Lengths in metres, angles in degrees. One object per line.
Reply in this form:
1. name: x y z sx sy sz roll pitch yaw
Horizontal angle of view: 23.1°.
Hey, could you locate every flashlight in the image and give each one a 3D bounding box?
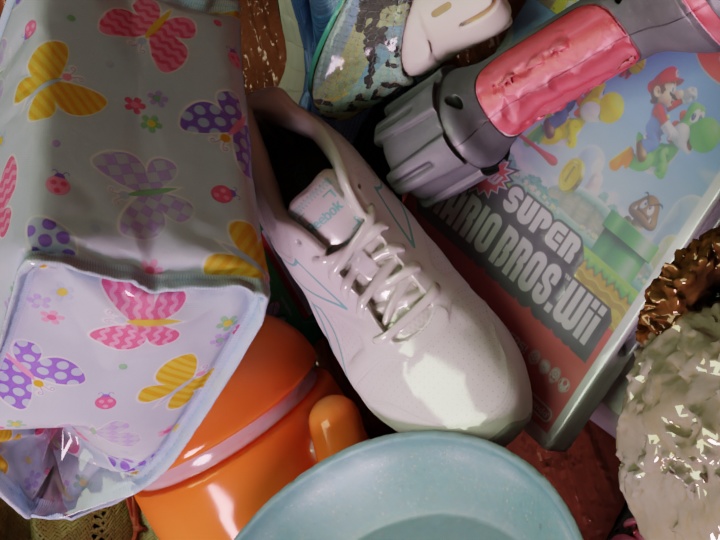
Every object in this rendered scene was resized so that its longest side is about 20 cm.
1. flashlight: 0.092 -0.089 0.737 0.200 0.068 0.068 -30 59 31

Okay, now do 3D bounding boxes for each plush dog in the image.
1. plush dog: 0.170 0.069 0.626 0.171 0.160 0.201 -2 91 37

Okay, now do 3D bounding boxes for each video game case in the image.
1. video game case: 0.095 -0.041 0.782 0.143 0.017 0.201 44 110 37

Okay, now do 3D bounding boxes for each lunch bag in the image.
1. lunch bag: -0.126 -0.005 0.773 0.200 0.126 0.170 122 148 -49

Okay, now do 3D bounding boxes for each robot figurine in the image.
1. robot figurine: -0.046 0.105 0.863 0.201 0.116 0.144 59 178 -10

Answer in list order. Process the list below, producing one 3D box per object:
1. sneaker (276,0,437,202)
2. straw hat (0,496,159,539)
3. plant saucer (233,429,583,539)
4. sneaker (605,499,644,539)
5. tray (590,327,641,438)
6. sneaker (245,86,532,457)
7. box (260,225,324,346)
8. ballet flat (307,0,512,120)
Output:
1. sneaker: 0.009 -0.112 0.865 0.089 0.078 0.201 20 114 36
2. straw hat: -0.172 0.145 1.035 0.200 0.085 0.202 2 92 44
3. plant saucer: 0.012 0.162 0.715 0.199 0.036 0.201 -20 48 25
4. sneaker: 0.126 0.124 0.725 0.079 0.095 0.201 31 113 34
5. tray: 0.092 0.003 0.812 0.200 0.022 0.108 37 117 39
6. sneaker: 0.000 0.000 0.776 0.070 0.080 0.200 -39 66 -1
7. box: -0.102 -0.039 0.946 0.048 0.118 0.200 -44 51 -15
8. ballet flat: 0.051 -0.145 0.783 0.074 0.074 0.201 32 92 40
